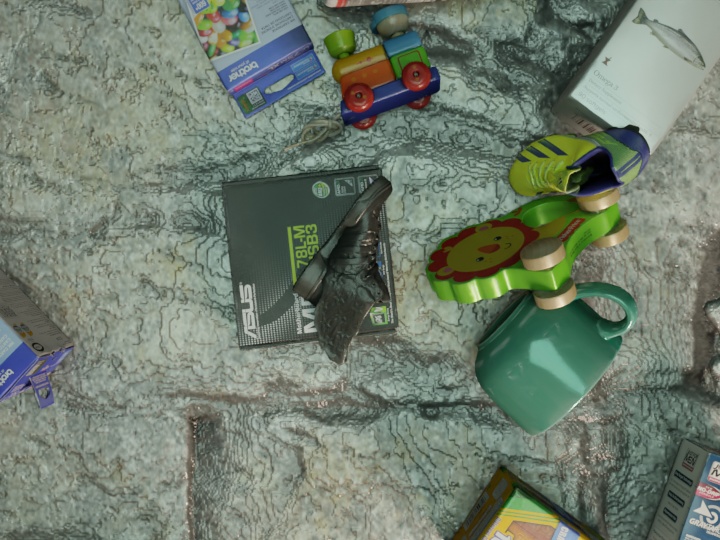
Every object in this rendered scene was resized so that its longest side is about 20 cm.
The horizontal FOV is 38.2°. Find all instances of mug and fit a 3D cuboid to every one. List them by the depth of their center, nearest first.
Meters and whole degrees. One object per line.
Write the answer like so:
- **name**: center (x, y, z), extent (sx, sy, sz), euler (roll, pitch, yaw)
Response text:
- **mug**: center (0.213, 0.081, 1.181), extent (0.114, 0.152, 0.185), euler (42, 89, 2)

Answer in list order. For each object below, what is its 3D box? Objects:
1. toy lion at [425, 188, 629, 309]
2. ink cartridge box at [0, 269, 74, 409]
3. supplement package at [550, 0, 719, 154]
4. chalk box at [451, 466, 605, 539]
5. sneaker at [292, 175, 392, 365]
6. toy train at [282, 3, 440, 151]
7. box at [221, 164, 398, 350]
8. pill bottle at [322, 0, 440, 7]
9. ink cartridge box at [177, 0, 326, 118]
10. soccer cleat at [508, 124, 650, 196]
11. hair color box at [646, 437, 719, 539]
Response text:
- **toy lion**: center (0.178, -0.027, 1.185), extent (0.200, 0.191, 0.069), euler (-41, 120, -35)
- **ink cartridge box**: center (-0.416, 0.070, 1.192), extent (0.200, 0.136, 0.076), euler (44, 92, 0)
- **supplement package**: center (0.329, -0.239, 1.194), extent (0.117, 0.117, 0.201), euler (35, 90, 1)
- **chalk box**: center (0.216, 0.342, 1.197), extent (0.199, 0.124, 0.125), euler (35, 91, 0)
- **sneaker**: center (0.000, 0.000, 1.185), extent (0.104, 0.060, 0.200), euler (38, 94, 1)
- **toy train**: center (-0.016, -0.228, 1.219), extent (0.198, 0.085, 0.117), euler (-20, 80, 1)
- **box**: center (-0.059, -0.015, 1.234), extent (0.191, 0.048, 0.202), euler (-5, 90, -3)
- **pill bottle**: center (0.053, -0.365, 1.189), extent (0.198, 0.114, 0.115), euler (-6, 90, -9)
- **ink cartridge box**: center (-0.138, -0.297, 1.237), extent (0.119, 0.042, 0.201), euler (-29, 92, 1)
- **soccer cleat**: center (0.229, -0.113, 1.162), extent (0.084, 0.199, 0.065), euler (-45, 110, -31)
- **hair color box**: center (0.382, 0.306, 1.207), extent (0.060, 0.100, 0.202), euler (19, 91, 0)
